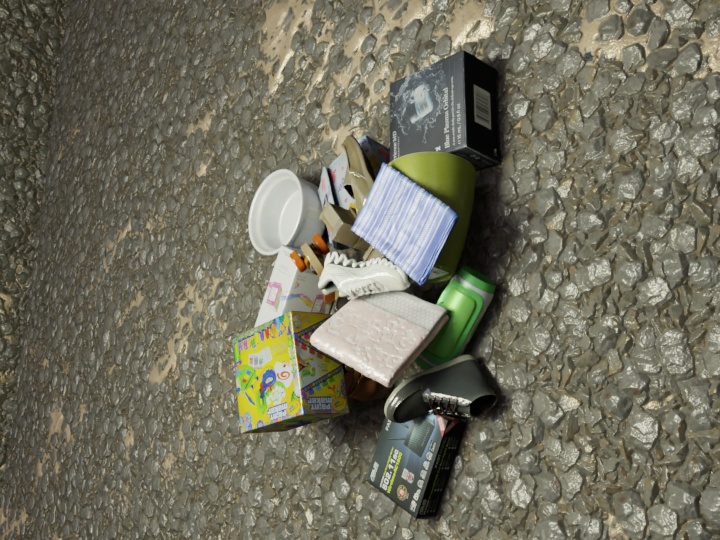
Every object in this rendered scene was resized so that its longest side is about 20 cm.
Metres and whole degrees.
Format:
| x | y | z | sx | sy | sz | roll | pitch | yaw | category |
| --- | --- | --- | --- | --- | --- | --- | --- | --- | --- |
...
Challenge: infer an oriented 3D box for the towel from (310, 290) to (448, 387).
| x | y | z | sx | sy | sz | roll | pitch | yaw | category |
| --- | --- | --- | --- | --- | --- | --- | --- | --- | --- |
| 0.034 | 0.106 | 1.360 | 0.198 | 0.033 | 0.191 | 23 | 55 | 38 | towel |

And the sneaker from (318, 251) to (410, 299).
| x | y | z | sx | sy | sz | roll | pitch | yaw | category |
| --- | --- | --- | --- | --- | --- | --- | --- | --- | --- |
| 0.005 | 0.021 | 1.399 | 0.197 | 0.076 | 0.082 | 6 | 53 | 37 | sneaker |

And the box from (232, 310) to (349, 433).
| x | y | z | sx | sy | sz | roll | pitch | yaw | category |
| --- | --- | --- | --- | --- | --- | --- | --- | --- | --- |
| -0.142 | 0.203 | 1.451 | 0.198 | 0.121 | 0.196 | -24 | 67 | 41 | box |

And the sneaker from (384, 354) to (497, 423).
| x | y | z | sx | sy | sz | roll | pitch | yaw | category |
| --- | --- | --- | --- | --- | --- | --- | --- | --- | --- |
| 0.142 | 0.235 | 1.335 | 0.198 | 0.075 | 0.107 | -29 | 38 | -2 | sneaker |

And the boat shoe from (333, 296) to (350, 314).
| x | y | z | sx | sy | sz | roll | pitch | yaw | category |
| --- | --- | --- | --- | --- | --- | --- | --- | --- | --- |
| 0.045 | 0.077 | 1.466 | 0.074 | 0.196 | 0.076 | 99 | 180 | -63 | boat shoe |

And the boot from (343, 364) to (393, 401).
| x | y | z | sx | sy | sz | roll | pitch | yaw | category |
| --- | --- | --- | --- | --- | --- | --- | --- | --- | --- |
| 0.004 | 0.161 | 1.503 | 0.076 | 0.154 | 0.204 | 4 | 83 | 45 | boot |

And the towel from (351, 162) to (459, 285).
| x | y | z | sx | sy | sz | roll | pitch | yaw | category |
| --- | --- | --- | --- | --- | --- | --- | --- | --- | --- |
| 0.075 | -0.085 | 1.330 | 0.199 | 0.024 | 0.146 | 39 | 112 | 33 | towel |

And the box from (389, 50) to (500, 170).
| x | y | z | sx | sy | sz | roll | pitch | yaw | category |
| --- | --- | --- | --- | --- | --- | --- | --- | --- | --- |
| 0.164 | -0.295 | 1.476 | 0.198 | 0.116 | 0.201 | -13 | 72 | 44 | box |

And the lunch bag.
| x | y | z | sx | sy | sz | roll | pitch | yaw | category |
| --- | --- | --- | --- | --- | --- | --- | --- | --- | --- |
| -0.012 | -0.161 | 1.614 | 0.199 | 0.126 | 0.172 | -35 | 54 | 34 | lunch bag |

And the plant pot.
| x | y | z | sx | sy | sz | roll | pitch | yaw | category |
| --- | --- | --- | --- | --- | --- | --- | --- | --- | --- |
| 0.129 | -0.087 | 1.395 | 0.185 | 0.186 | 0.204 | -18 | 61 | 41 | plant pot |

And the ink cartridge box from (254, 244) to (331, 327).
| x | y | z | sx | sy | sz | roll | pitch | yaw | category |
| --- | --- | --- | --- | --- | --- | --- | --- | --- | --- |
| -0.138 | 0.061 | 1.679 | 0.084 | 0.143 | 0.203 | 26 | 99 | 43 | ink cartridge box |

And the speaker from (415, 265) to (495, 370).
| x | y | z | sx | sy | sz | roll | pitch | yaw | category |
| --- | --- | --- | --- | --- | --- | --- | --- | --- | --- |
| 0.176 | 0.097 | 1.395 | 0.088 | 0.088 | 0.202 | 39 | 109 | 43 | speaker |

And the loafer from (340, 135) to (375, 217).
| x | y | z | sx | sy | sz | roll | pitch | yaw | category |
| --- | --- | --- | --- | --- | --- | --- | --- | --- | --- |
| -0.006 | -0.187 | 1.489 | 0.067 | 0.076 | 0.202 | -26 | 57 | 8 | loafer |

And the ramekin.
| x | y | z | sx | sy | sz | roll | pitch | yaw | category |
| --- | --- | --- | --- | --- | --- | --- | --- | --- | --- |
| -0.167 | -0.126 | 1.743 | 0.199 | 0.097 | 0.204 | -15 | 68 | 43 | ramekin |

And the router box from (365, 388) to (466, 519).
| x | y | z | sx | sy | sz | roll | pitch | yaw | category |
| --- | --- | --- | --- | --- | --- | --- | --- | --- | --- |
| 0.104 | 0.348 | 1.425 | 0.149 | 0.062 | 0.203 | 23 | 97 | 47 | router box |

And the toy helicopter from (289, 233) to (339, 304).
| x | y | z | sx | sy | sz | roll | pitch | yaw | category |
| --- | --- | --- | --- | --- | --- | --- | --- | --- | --- |
| -0.062 | 0.027 | 1.556 | 0.078 | 0.201 | 0.132 | -35 | 23 | -4 | toy helicopter |

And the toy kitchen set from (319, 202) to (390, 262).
| x | y | z | sx | sy | sz | roll | pitch | yaw | category |
| --- | --- | --- | --- | --- | --- | --- | --- | --- | --- |
| 0.000 | 0.000 | 1.501 | 0.182 | 0.198 | 0.164 | -57 | 40 | 19 | toy kitchen set |
